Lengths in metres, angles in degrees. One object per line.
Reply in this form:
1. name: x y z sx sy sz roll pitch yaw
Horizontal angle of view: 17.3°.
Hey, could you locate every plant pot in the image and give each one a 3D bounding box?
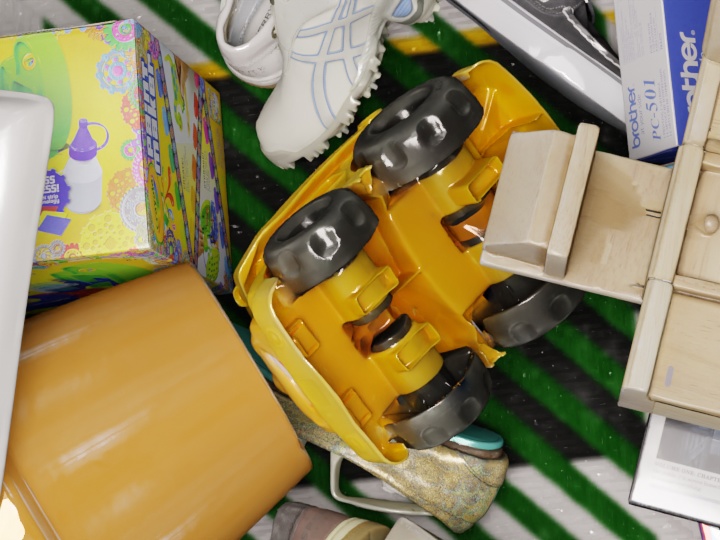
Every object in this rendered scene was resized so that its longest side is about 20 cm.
1. plant pot: -0.132 0.095 1.212 0.182 0.200 0.201 -32 78 -5

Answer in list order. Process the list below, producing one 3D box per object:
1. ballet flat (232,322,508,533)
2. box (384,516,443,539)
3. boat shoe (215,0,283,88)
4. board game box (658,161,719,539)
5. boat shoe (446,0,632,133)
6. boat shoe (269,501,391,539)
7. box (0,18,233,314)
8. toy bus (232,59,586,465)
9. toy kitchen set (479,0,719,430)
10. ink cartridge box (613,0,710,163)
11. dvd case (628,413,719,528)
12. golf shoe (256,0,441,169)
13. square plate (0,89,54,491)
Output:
1. ballet flat: -0.017 0.089 1.307 0.199 0.071 0.071 22 87 12
2. box: 0.088 0.205 1.203 0.199 0.082 0.069 34 88 -32
3. boat shoe: -0.030 -0.204 1.342 0.070 0.069 0.202 17 84 15
4. board game box: 0.209 0.043 1.249 0.102 0.105 0.202 -13 80 7
5. boat shoe: 0.095 -0.156 1.320 0.200 0.070 0.066 41 92 20
6. boat shoe: -0.021 0.204 1.255 0.066 0.072 0.202 29 132 32
7. box: -0.189 -0.047 1.287 0.198 0.193 0.123 -6 81 10
8. toy bus: 0.000 0.000 1.253 0.200 0.191 0.136 -47 112 -29
9. toy kitchen set: 0.143 -0.051 1.097 0.162 0.181 0.202 13 76 8
10. ink cartridge box: 0.184 -0.160 1.288 0.093 0.044 0.202 1 80 -32
11. dvd case: 0.229 0.038 1.181 0.149 0.025 0.202 14 84 8
12. golf shoe: -0.022 -0.143 1.287 0.097 0.079 0.200 24 129 -17
13. square plate: -0.251 0.005 1.112 0.198 0.028 0.200 8 90 15
